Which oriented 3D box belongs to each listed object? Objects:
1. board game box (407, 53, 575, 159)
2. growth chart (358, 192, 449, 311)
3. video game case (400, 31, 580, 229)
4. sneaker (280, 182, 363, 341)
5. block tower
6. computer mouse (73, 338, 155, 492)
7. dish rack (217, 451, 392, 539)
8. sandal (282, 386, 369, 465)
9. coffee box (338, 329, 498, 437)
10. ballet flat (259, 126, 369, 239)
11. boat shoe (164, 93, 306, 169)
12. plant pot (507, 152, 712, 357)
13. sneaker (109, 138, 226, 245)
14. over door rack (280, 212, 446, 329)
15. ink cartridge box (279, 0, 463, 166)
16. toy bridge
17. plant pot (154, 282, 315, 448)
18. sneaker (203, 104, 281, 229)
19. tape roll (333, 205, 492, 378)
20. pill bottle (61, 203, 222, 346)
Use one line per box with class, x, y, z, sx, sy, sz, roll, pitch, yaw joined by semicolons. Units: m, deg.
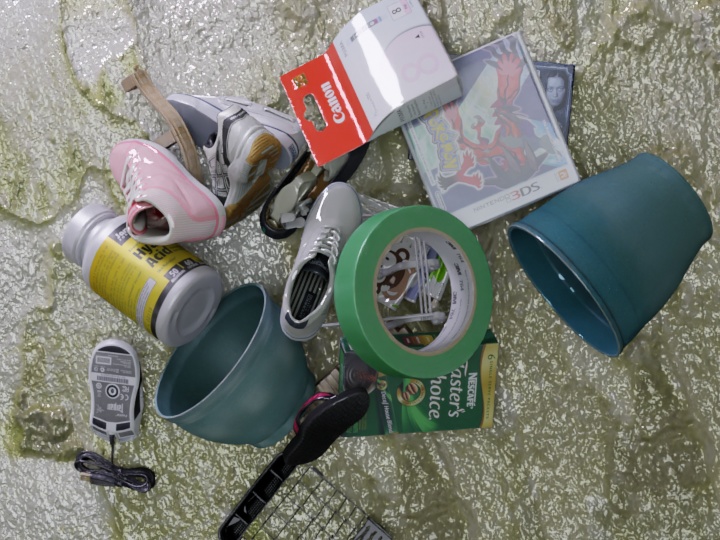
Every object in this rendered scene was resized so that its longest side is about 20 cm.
board game box;0.163;-0.197;1.688;0.197;0.035;0.137;5;94;6
growth chart;0.028;-0.022;1.724;0.198;0.018;0.147;16;95;7
video game case;0.150;-0.166;1.654;0.180;0.023;0.202;-22;86;5
sneaker;-0.041;-0.014;1.590;0.072;0.071;0.202;17;74;-4
block tower;-0.012;0.142;1.722;0.200;0.058;0.054;-41;89;5
computer mouse;-0.316;0.186;1.763;0.108;0.044;0.203;8;100;10
dish rack;-0.065;0.344;1.739;0.199;0.055;0.154;40;98;4
sandal;-0.050;0.180;1.631;0.074;0.200;0.046;-3;63;-26
coffee box;0.071;0.140;1.675;0.197;0.044;0.125;-1;112;-11
ballet flat;-0.058;-0.121;1.699;0.073;0.073;0.200;41;97;2
boat shoe;-0.157;-0.186;1.709;0.198;0.074;0.066;23;53;17
plant pot;0.310;-0.034;1.614;0.187;0.200;0.201;-40;89;-7
sneaker;-0.267;-0.097;1.670;0.200;0.104;0.076;36;125;28
over door rack;0.000;0.000;1.664;0.197;0.067;0.150;-3;77;-8
ink cartridge box;0.007;-0.239;1.649;0.198;0.057;0.164;-23;57;-1
toy bridge;-0.242;-0.168;1.711;0.027;0.067;0.202;-29;96;-35
plant pot;-0.141;0.137;1.679;0.200;0.201;0.134;-45;114;7
sneaker;-0.156;-0.130;1.670;0.075;0.201;0.088;-34;75;-34
tape roll;0.064;0.026;1.587;0.198;0.048;0.203;2;86;-32
pill bottle;-0.279;0.000;1.694;0.199;0.111;0.112;32;97;23
